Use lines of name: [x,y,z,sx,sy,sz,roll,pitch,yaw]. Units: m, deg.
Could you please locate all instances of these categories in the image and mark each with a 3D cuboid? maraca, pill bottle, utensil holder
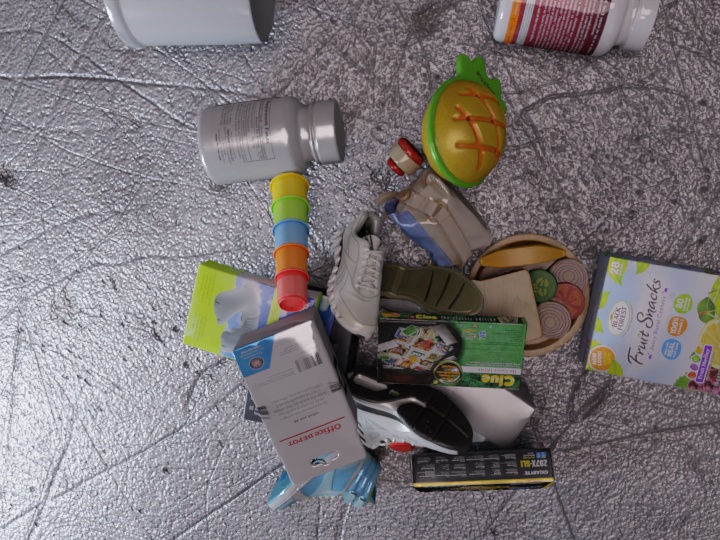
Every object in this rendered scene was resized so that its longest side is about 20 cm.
maraca: [0.149,-0.207,0.879,0.137,0.106,0.202,41,60,-32]
pill bottle: [0.285,-0.353,0.856,0.197,0.113,0.115,11,100,6]
utensil holder: [-0.233,-0.403,0.896,0.197,0.170,0.173,2,98,5]
pill bottle: [-0.126,-0.193,0.935,0.197,0.114,0.116,-5,98,9]

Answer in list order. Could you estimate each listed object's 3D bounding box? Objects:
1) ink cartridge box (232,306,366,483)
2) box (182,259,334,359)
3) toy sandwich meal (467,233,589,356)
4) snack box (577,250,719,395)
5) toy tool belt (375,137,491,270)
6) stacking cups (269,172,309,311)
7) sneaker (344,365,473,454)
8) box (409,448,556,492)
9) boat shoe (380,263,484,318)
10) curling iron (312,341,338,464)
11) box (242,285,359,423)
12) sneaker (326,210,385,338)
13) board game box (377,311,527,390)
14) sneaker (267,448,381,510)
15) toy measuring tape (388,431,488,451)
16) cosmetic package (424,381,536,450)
ink cartridge box: [-0.076,0.166,0.851,0.114,0.067,0.202,-20,102,3]
box: [-0.141,0.072,0.901,0.197,0.048,0.124,16,100,6]
toy sandwich meal: [0.240,0.042,0.941,0.202,0.070,0.209,1,98,8]
snack box: [0.433,0.074,0.921,0.197,0.068,0.171,10,100,8]
toy tool belt: [0.084,-0.078,0.915,0.123,0.125,0.200,-42,111,17]
stacking cups: [-0.093,-0.042,0.879,0.060,0.061,0.202,-14,55,10]
sneaker: [0.065,0.221,0.917,0.199,0.076,0.116,24,137,22]
box: [0.177,0.297,0.941,0.197,0.160,0.050,-5,69,8]
boat shoe: [0.093,0.038,0.935,0.198,0.069,0.075,15,63,34]
curling iron: [-0.054,0.200,0.916,0.049,0.025,0.203,17,98,42]
box: [-0.084,0.132,0.980,0.146,0.107,0.203,12,100,6]
sneaker: [0.000,0.000,0.896,0.074,0.202,0.081,20,135,-28]
board game box: [0.122,0.110,0.869,0.197,0.024,0.106,3,112,4]
sneaker: [-0.050,0.351,1.024,0.130,0.080,0.200,43,112,-10]
toy measuring tape: [0.102,0.242,0.984,0.197,0.074,0.075,-3,98,13]
cosmetic package: [0.154,0.165,0.953,0.199,0.107,0.091,37,102,3]
